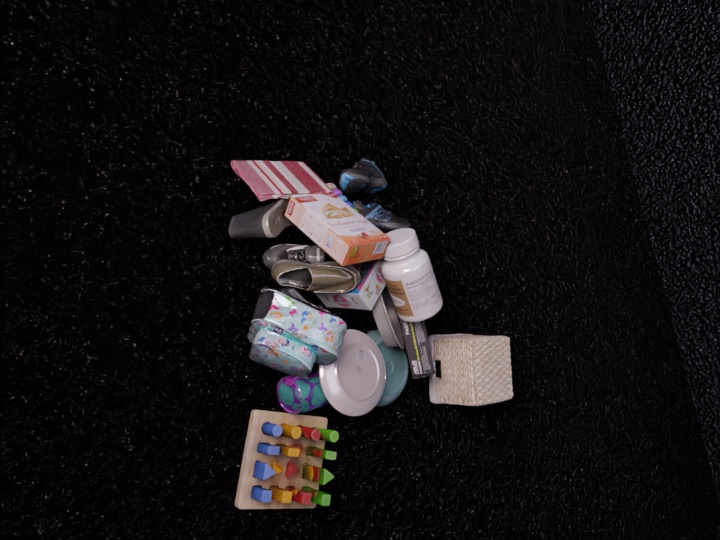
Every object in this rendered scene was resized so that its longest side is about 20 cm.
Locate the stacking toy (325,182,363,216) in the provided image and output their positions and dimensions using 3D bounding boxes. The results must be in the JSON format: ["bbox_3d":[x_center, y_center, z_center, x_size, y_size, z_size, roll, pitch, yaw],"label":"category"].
[{"bbox_3d":[-0.025,-0.123,1.271,0.200,0.085,0.085,40,51,15],"label":"stacking toy"}]

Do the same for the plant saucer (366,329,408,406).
[{"bbox_3d":[0.063,0.256,1.380,0.200,0.036,0.200,7,79,-39],"label":"plant saucer"}]

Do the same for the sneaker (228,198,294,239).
[{"bbox_3d":[-0.214,-0.125,1.186,0.200,0.106,0.075,-52,136,-65],"label":"sneaker"}]

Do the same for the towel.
[{"bbox_3d":[-0.179,-0.209,1.205,0.200,0.023,0.144,-10,46,-41],"label":"towel"}]

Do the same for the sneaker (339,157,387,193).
[{"bbox_3d":[-0.004,-0.248,1.361,0.200,0.073,0.082,-10,79,-64],"label":"sneaker"}]

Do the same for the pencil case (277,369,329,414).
[{"bbox_3d":[-0.088,0.264,1.216,0.200,0.085,0.093,-10,117,-42],"label":"pencil case"}]

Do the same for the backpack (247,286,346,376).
[{"bbox_3d":[-0.134,0.138,1.106,0.200,0.178,0.151,17,64,-10],"label":"backpack"}]

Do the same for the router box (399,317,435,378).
[{"bbox_3d":[0.144,0.167,1.388,0.150,0.062,0.200,-47,124,-84],"label":"router box"}]

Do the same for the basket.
[{"bbox_3d":[0.314,0.281,1.510,0.200,0.161,0.198,4,81,-38],"label":"basket"}]

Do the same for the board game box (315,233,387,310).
[{"bbox_3d":[0.000,0.000,1.290,0.064,0.147,0.200,53,53,-35],"label":"board game box"}]

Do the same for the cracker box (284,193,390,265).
[{"bbox_3d":[-0.051,-0.095,1.145,0.134,0.200,0.058,-13,135,-48],"label":"cracker box"}]

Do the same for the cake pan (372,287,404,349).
[{"bbox_3d":[0.063,0.108,1.334,0.200,0.037,0.200,-19,90,-82],"label":"cake pan"}]

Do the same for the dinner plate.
[{"bbox_3d":[-0.010,0.235,1.221,0.200,0.024,0.200,16,66,-38],"label":"dinner plate"}]

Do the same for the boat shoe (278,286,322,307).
[{"bbox_3d":[-0.115,0.102,1.227,0.199,0.074,0.066,38,65,-18],"label":"boat shoe"}]

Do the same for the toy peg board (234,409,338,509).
[{"bbox_3d":[-0.144,0.415,1.136,0.199,0.098,0.200,19,70,-37],"label":"toy peg board"}]

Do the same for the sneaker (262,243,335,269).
[{"bbox_3d":[-0.128,-0.033,1.226,0.200,0.090,0.067,1,81,-40],"label":"sneaker"}]

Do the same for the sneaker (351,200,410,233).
[{"bbox_3d":[0.057,-0.144,1.414,0.200,0.073,0.082,0,82,-41],"label":"sneaker"}]

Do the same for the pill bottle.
[{"bbox_3d":[0.112,0.009,1.219,0.114,0.114,0.200,-41,122,-37],"label":"pill bottle"}]

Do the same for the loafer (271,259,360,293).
[{"bbox_3d":[-0.099,0.022,1.163,0.200,0.070,0.075,2,111,-6],"label":"loafer"}]
